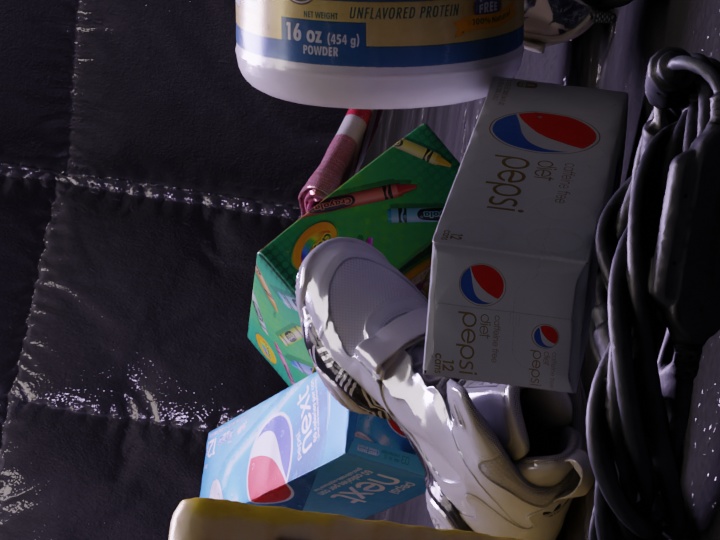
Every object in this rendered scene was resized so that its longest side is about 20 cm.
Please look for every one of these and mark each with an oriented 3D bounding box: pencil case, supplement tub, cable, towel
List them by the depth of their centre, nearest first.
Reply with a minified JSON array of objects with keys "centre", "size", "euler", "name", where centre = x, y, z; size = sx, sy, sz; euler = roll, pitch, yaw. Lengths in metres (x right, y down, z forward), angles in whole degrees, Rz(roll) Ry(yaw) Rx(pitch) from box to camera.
[{"centre":[0.105,0.017,0.910],"size":[0.163,0.051,0.201],"euler":[-156,74,-87],"name":"cable"},{"centre":[0.009,-0.189,1.174],"size":[0.145,0.144,0.201],"euler":[-92,1,-74],"name":"supplement tub"},{"centre":[0.095,-0.175,1.374],"size":[0.200,0.078,0.090],"euler":[-94,8,-77],"name":"pencil case"},{"centre":[0.008,-0.111,1.409],"size":[0.144,0.023,0.200],"euler":[111,-178,-74],"name":"towel"}]

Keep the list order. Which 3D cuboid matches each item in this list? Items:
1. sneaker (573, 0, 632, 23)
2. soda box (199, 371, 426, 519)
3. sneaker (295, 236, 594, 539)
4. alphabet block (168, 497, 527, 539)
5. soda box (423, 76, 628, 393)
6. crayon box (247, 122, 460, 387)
[{"centre":[0.120,-0.211,1.100],"size":[0.140,0.078,0.201],"euler":[-95,4,-71],"name":"sneaker"},{"centre":[-0.023,0.108,1.400],"size":[0.200,0.068,0.064],"euler":[-33,46,56],"name":"soda box"},{"centre":[0.046,0.049,1.181],"size":[0.200,0.075,0.115],"euler":[56,151,16],"name":"sneaker"},{"centre":[-0.007,0.240,1.090],"size":[0.195,0.196,0.200],"euler":[105,172,-59],"name":"alphabet block"},{"centre":[0.077,-0.021,1.075],"size":[0.200,0.068,0.064],"euler":[-67,-18,-63],"name":"soda box"},{"centre":[0.000,0.000,1.375],"size":[0.119,0.058,0.200],"euler":[-39,-9,-12],"name":"crayon box"}]
